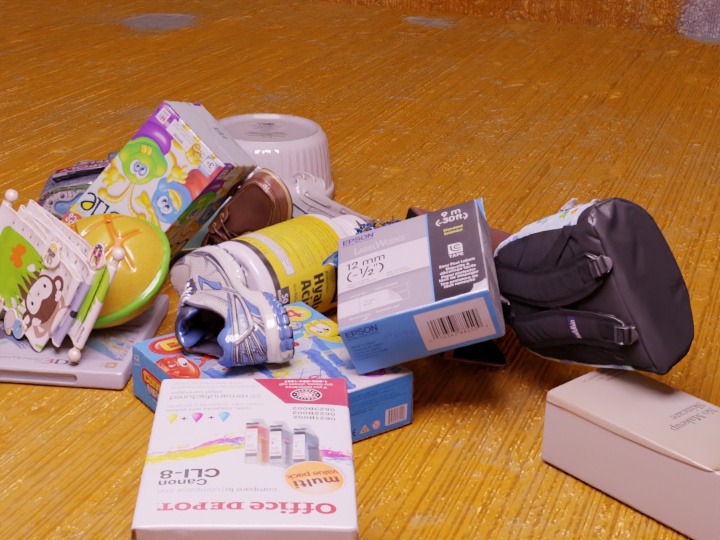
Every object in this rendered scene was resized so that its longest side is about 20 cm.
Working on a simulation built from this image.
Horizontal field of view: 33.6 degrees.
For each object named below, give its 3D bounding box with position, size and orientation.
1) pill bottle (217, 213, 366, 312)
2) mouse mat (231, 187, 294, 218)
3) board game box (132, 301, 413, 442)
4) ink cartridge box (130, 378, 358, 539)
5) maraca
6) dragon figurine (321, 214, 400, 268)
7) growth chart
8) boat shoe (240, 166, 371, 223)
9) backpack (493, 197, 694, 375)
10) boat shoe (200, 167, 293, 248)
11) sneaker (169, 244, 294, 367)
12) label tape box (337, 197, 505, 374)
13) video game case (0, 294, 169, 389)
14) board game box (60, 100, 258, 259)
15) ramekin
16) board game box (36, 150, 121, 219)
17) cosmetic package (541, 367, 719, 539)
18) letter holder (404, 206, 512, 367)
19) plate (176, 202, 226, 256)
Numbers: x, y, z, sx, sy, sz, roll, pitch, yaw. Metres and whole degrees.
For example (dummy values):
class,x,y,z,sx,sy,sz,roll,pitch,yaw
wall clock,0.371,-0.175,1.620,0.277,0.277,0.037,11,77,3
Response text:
class,x,y,z,sx,sy,sz,roll,pitch,yaw
pill bottle,-0.073,0.000,1.330,0.111,0.112,0.200,19,28,37
mouse mat,-0.117,-0.073,1.499,0.200,0.008,0.161,29,-5,37
board game box,-0.086,0.107,1.137,0.199,0.056,0.196,-14,27,-33
ink cartridge box,-0.076,0.183,0.833,0.145,0.145,0.200,1,23,-4
maraca,-0.292,0.003,1.259,0.199,0.107,0.138,-7,51,16
dragon figurine,0.000,0.000,1.270,0.059,0.100,0.200,-17,6,29
growth chart,-0.325,0.008,1.209,0.200,0.145,0.018,28,11,32
boat shoe,-0.069,-0.089,1.476,0.200,0.066,0.072,32,-4,-24
backpack,0.207,0.014,1.112,0.154,0.164,0.200,-30,7,-38
boat shoe,-0.138,-0.047,1.393,0.072,0.200,0.068,48,55,3
sneaker,-0.145,0.034,1.143,0.085,0.077,0.200,-17,28,-29
label tape box,0.053,-0.007,1.138,0.143,0.066,0.200,-16,40,12
video game case,-0.314,0.067,1.266,0.181,0.022,0.200,3,22,4
board game box,-0.232,-0.084,1.359,0.105,0.200,0.103,46,16,7
ramekin,-0.137,-0.156,1.721,0.199,0.105,0.200,1,22,0
board game box,-0.335,-0.116,1.608,0.199,0.062,0.200,-8,15,-8
cosmetic package,0.264,0.156,1.021,0.103,0.073,0.200,-18,28,-40
letter holder,0.132,0.021,1.308,0.142,0.101,0.200,11,18,-22
plate,-0.235,-0.053,1.564,0.199,0.026,0.200,2,21,-1
